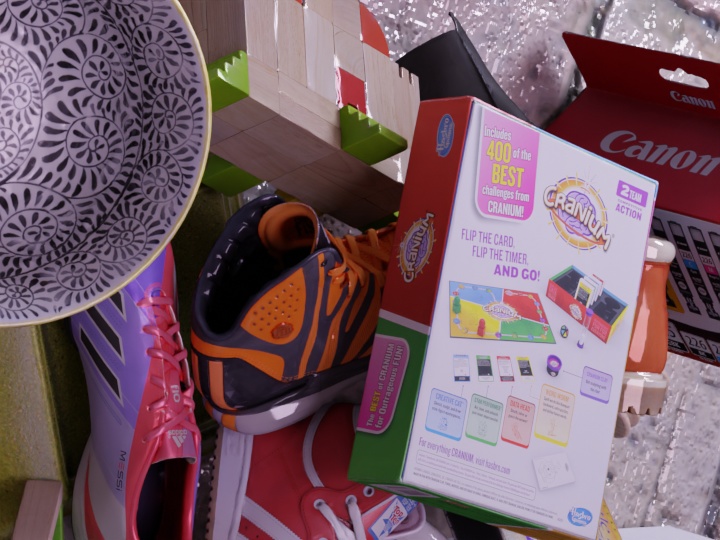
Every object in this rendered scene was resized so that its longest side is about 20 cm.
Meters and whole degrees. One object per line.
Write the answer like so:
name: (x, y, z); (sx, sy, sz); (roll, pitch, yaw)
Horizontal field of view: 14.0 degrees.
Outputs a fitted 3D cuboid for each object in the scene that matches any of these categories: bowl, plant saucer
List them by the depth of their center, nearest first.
bowl: (-0.182, -0.078, 1.433); (0.200, 0.094, 0.202); (-4, 100, -20)
plant saucer: (-0.125, 0.029, 1.551); (0.199, 0.048, 0.201); (-22, 114, -35)

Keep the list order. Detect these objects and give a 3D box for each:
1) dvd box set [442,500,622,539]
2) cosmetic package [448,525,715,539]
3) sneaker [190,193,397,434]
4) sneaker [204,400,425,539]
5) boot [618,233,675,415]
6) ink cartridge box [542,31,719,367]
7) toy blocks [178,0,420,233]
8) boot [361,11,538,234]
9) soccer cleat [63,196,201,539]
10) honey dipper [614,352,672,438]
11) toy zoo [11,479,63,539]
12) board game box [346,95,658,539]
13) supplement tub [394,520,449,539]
dvd box set: (0.106, 0.161, 1.658); (0.029, 0.147, 0.200); (-32, 148, 17)
cosmetic package: (0.131, 0.204, 1.805); (0.199, 0.051, 0.083); (2, 100, -40)
sneaker: (0.000, 0.000, 1.516); (0.200, 0.078, 0.112); (-32, 140, -20)
sneaker: (-0.022, 0.157, 1.517); (0.071, 0.112, 0.201); (70, 21, -66)
boot: (0.139, 0.014, 1.674); (0.075, 0.200, 0.108); (5, 96, -10)
ink cartridge box: (0.187, -0.035, 1.697); (0.084, 0.200, 0.176); (-44, 125, -23)
toy blocks: (-0.034, -0.115, 1.548); (0.200, 0.100, 0.137); (27, 50, -47)
boot: (0.016, -0.035, 1.648); (0.200, 0.139, 0.077); (-34, 163, 8)
soccer cleat: (-0.108, 0.061, 1.492); (0.068, 0.073, 0.201); (-7, 105, -37)
honey dipper: (0.212, 0.025, 1.842); (0.200, 0.038, 0.038); (-46, 125, -24)
toy zoo: (-0.168, 0.227, 1.503); (0.020, 0.131, 0.201); (3, 120, 2)
board game box: (0.077, 0.028, 1.518); (0.153, 0.040, 0.201); (22, 75, -41)
supplement tub: (-0.034, 0.225, 1.609); (0.200, 0.145, 0.146); (-51, 127, -19)
